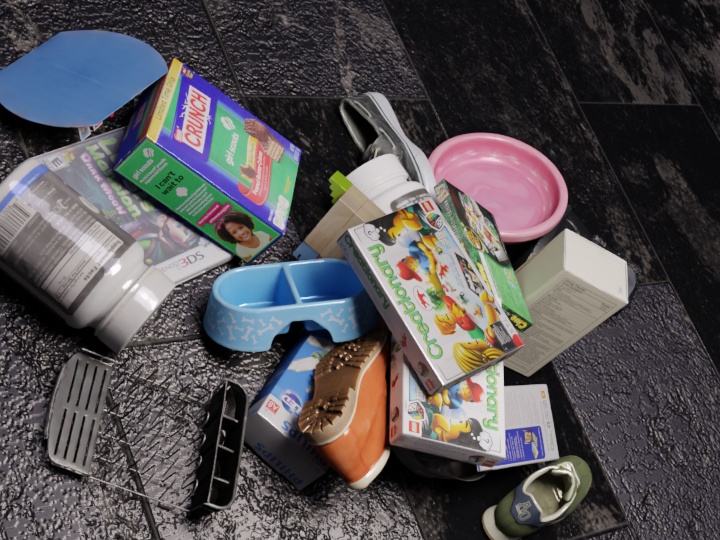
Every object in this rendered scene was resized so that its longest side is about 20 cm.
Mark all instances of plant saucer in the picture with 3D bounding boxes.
[{"bbox_3d":[0.183,-0.105,1.853,0.200,0.051,0.201,6,47,-6],"label":"plant saucer"}]

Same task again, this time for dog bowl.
[{"bbox_3d":[-0.078,0.034,1.519,0.200,0.050,0.112,-6,34,-13],"label":"dog bowl"},{"bbox_3d":[0.091,0.152,1.582,0.200,0.059,0.200,27,55,-47],"label":"dog bowl"}]

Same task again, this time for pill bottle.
[{"bbox_3d":[-0.298,-0.012,1.396,0.200,0.114,0.114,40,43,-5],"label":"pill bottle"},{"bbox_3d":[0.058,-0.040,1.699,0.114,0.114,0.200,-22,75,-45],"label":"pill bottle"}]

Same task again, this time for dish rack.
[{"bbox_3d":[-0.219,0.160,1.379,0.200,0.055,0.154,24,47,-22],"label":"dish rack"}]

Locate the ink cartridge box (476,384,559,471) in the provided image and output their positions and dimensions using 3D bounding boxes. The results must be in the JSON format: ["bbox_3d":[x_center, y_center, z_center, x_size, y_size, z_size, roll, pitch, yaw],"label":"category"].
[{"bbox_3d":[0.171,0.186,1.599,0.200,0.037,0.095,5,74,-57],"label":"ink cartridge box"}]

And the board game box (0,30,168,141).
[{"bbox_3d":[-0.325,-0.210,1.560,0.158,0.039,0.200,23,44,21],"label":"board game box"}]

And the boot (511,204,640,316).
[{"bbox_3d":[0.309,0.002,1.892,0.168,0.076,0.200,42,37,0],"label":"boot"}]

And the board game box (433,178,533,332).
[{"bbox_3d":[0.151,-0.021,1.672,0.105,0.023,0.200,35,28,-38],"label":"board game box"}]

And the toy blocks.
[{"bbox_3d":[0.000,0.000,1.614,0.200,0.137,0.100,42,31,-2],"label":"toy blocks"}]

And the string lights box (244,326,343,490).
[{"bbox_3d":[-0.051,0.139,1.522,0.103,0.059,0.200,42,43,-9],"label":"string lights box"}]

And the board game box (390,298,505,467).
[{"bbox_3d":[0.096,0.108,1.488,0.126,0.035,0.200,16,56,-22],"label":"board game box"}]

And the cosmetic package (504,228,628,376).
[{"bbox_3d":[0.236,0.045,1.714,0.103,0.200,0.073,28,45,-21],"label":"cosmetic package"}]

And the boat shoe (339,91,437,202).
[{"bbox_3d":[0.031,-0.154,1.805,0.071,0.072,0.200,-12,58,-33],"label":"boat shoe"}]

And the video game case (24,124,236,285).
[{"bbox_3d":[-0.260,-0.067,1.536,0.182,0.023,0.200,-28,79,-46],"label":"video game case"}]

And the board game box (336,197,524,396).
[{"bbox_3d":[0.076,0.025,1.471,0.126,0.035,0.200,-23,75,-35],"label":"board game box"}]

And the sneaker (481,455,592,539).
[{"bbox_3d":[0.238,0.267,1.632,0.200,0.090,0.067,-21,74,-45],"label":"sneaker"}]

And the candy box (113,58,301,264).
[{"bbox_3d":[-0.175,-0.130,1.582,0.200,0.077,0.169,34,36,-22],"label":"candy box"}]

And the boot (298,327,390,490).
[{"bbox_3d":[-0.001,0.148,1.474,0.107,0.075,0.200,57,33,-24],"label":"boot"}]
